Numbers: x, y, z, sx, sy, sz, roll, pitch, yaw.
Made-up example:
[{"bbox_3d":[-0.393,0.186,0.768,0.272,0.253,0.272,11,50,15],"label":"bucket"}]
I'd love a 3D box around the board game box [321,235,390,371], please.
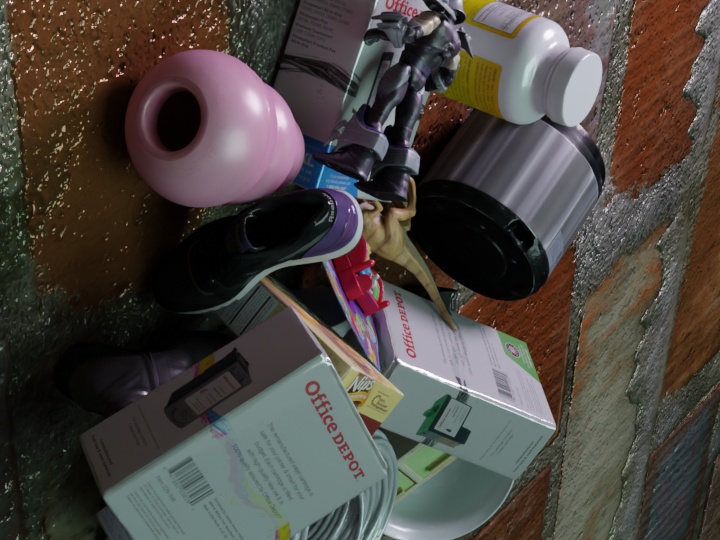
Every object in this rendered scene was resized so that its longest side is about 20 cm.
[{"bbox_3d":[0.000,0.000,1.460,0.200,0.039,0.159,-93,158,-73],"label":"board game box"}]

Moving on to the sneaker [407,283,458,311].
[{"bbox_3d":[0.040,0.073,1.708,0.199,0.074,0.108,-10,110,-58],"label":"sneaker"}]

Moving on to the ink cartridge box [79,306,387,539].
[{"bbox_3d":[-0.098,0.146,1.219,0.199,0.086,0.148,-32,128,-7],"label":"ink cartridge box"}]

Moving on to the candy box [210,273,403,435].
[{"bbox_3d":[-0.063,0.059,1.382,0.055,0.200,0.115,-51,150,2],"label":"candy box"}]

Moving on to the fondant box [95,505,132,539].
[{"bbox_3d":[-0.120,0.202,1.386,0.199,0.058,0.145,-37,151,-4],"label":"fondant box"}]

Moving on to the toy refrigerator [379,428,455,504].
[{"bbox_3d":[0.023,0.213,1.681,0.199,0.070,0.076,-38,144,5],"label":"toy refrigerator"}]

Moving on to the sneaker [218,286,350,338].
[{"bbox_3d":[-0.084,0.097,1.518,0.199,0.073,0.117,-25,134,-36],"label":"sneaker"}]

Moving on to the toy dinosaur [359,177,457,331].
[{"bbox_3d":[0.033,-0.033,1.588,0.200,0.060,0.107,39,59,-24],"label":"toy dinosaur"}]

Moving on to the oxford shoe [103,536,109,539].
[{"bbox_3d":[-0.171,0.199,1.441,0.200,0.058,0.075,-44,153,8],"label":"oxford shoe"}]

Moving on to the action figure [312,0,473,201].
[{"bbox_3d":[0.039,-0.167,1.356,0.130,0.069,0.202,37,76,-51],"label":"action figure"}]

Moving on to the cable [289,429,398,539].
[{"bbox_3d":[-0.044,0.240,1.547,0.201,0.069,0.200,-55,146,-16],"label":"cable"}]

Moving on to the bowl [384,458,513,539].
[{"bbox_3d":[0.076,0.208,1.790,0.198,0.091,0.204,-3,111,-9],"label":"bowl"}]

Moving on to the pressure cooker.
[{"bbox_3d":[0.167,-0.090,1.663,0.201,0.178,0.176,-54,-170,-25],"label":"pressure cooker"}]

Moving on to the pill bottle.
[{"bbox_3d":[0.132,-0.206,1.506,0.104,0.199,0.105,-37,140,-39],"label":"pill bottle"}]

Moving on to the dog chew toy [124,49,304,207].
[{"bbox_3d":[-0.109,-0.109,1.279,0.126,0.124,0.200,-67,159,4],"label":"dog chew toy"}]

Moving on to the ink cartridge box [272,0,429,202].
[{"bbox_3d":[-0.004,-0.175,1.427,0.145,0.084,0.202,2,110,-58],"label":"ink cartridge box"}]

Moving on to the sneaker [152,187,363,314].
[{"bbox_3d":[-0.102,-0.024,1.303,0.198,0.077,0.087,-24,167,17],"label":"sneaker"}]

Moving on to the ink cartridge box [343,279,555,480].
[{"bbox_3d":[0.087,0.111,1.589,0.198,0.147,0.085,23,118,-22],"label":"ink cartridge box"}]

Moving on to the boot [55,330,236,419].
[{"bbox_3d":[-0.150,0.112,1.319,0.198,0.131,0.071,-7,117,-42],"label":"boot"}]
